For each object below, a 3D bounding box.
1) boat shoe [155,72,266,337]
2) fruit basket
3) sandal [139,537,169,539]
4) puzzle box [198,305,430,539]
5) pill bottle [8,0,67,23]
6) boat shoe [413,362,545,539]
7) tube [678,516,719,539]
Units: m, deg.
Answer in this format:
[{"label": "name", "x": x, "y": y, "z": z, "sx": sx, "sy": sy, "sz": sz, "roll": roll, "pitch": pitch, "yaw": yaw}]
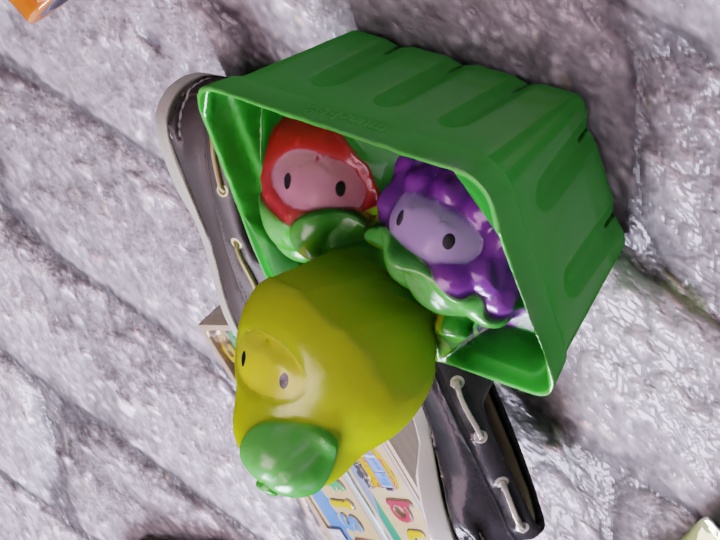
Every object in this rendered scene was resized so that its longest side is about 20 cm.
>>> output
[{"label": "boat shoe", "x": -0.043, "y": -0.012, "z": 1.592, "sx": 0.060, "sy": 0.072, "sz": 0.202, "roll": 7, "pitch": 129, "yaw": 57}, {"label": "fruit basket", "x": 0.000, "y": 0.000, "z": 1.410, "sx": 0.215, "sy": 0.215, "sz": 0.156, "roll": 20, "pitch": 141, "yaw": 43}, {"label": "sandal", "x": -0.126, "y": 0.226, "z": 2.033, "sx": 0.081, "sy": 0.054, "sz": 0.200, "roll": 55, "pitch": 152, "yaw": -12}, {"label": "puzzle box", "x": -0.004, "y": 0.105, "z": 1.735, "sx": 0.133, "sy": 0.025, "sz": 0.201, "roll": -2, "pitch": 124, "yaw": 55}, {"label": "pill bottle", "x": -0.206, "y": -0.223, "z": 1.525, "sx": 0.200, "sy": 0.106, "sz": 0.106, "roll": 50, "pitch": 152, "yaw": -3}, {"label": "boat shoe", "x": 0.050, "y": 0.056, "z": 1.557, "sx": 0.060, "sy": 0.074, "sz": 0.201, "roll": -9, "pitch": 107, "yaw": 12}, {"label": "tube", "x": 0.161, "y": 0.186, "z": 1.582, "sx": 0.058, "sy": 0.052, "sz": 0.200, "roll": 11, "pitch": 156, "yaw": -20}]
